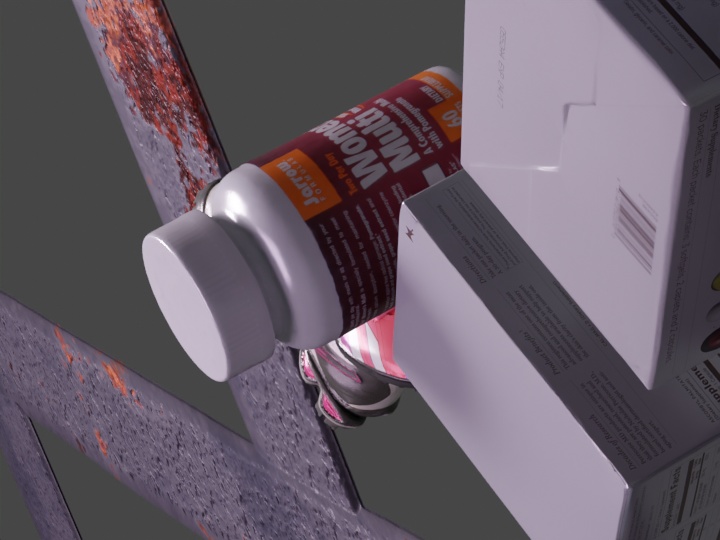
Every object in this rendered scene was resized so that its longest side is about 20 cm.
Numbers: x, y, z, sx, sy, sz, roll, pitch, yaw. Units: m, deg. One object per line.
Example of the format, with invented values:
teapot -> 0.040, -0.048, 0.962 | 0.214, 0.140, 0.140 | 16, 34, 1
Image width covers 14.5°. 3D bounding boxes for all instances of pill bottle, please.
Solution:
pill bottle -> -0.013, -0.024, 1.567 | 0.110, 0.200, 0.110 | 51, 159, 29

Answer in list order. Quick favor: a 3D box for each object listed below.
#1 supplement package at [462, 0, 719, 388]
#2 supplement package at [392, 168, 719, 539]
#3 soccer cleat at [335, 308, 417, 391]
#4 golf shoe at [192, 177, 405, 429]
supplement package -> 0.132, -0.080, 1.220 | 0.156, 0.111, 0.200 | 52, 160, 30
supplement package -> 0.116, 0.053, 1.475 | 0.200, 0.111, 0.156 | 53, 160, 27
soccer cleat -> 0.000, 0.000, 1.788 | 0.200, 0.068, 0.073 | 48, 153, 42
golf shoe -> -0.032, 0.007, 1.892 | 0.200, 0.077, 0.088 | 51, 147, 10
